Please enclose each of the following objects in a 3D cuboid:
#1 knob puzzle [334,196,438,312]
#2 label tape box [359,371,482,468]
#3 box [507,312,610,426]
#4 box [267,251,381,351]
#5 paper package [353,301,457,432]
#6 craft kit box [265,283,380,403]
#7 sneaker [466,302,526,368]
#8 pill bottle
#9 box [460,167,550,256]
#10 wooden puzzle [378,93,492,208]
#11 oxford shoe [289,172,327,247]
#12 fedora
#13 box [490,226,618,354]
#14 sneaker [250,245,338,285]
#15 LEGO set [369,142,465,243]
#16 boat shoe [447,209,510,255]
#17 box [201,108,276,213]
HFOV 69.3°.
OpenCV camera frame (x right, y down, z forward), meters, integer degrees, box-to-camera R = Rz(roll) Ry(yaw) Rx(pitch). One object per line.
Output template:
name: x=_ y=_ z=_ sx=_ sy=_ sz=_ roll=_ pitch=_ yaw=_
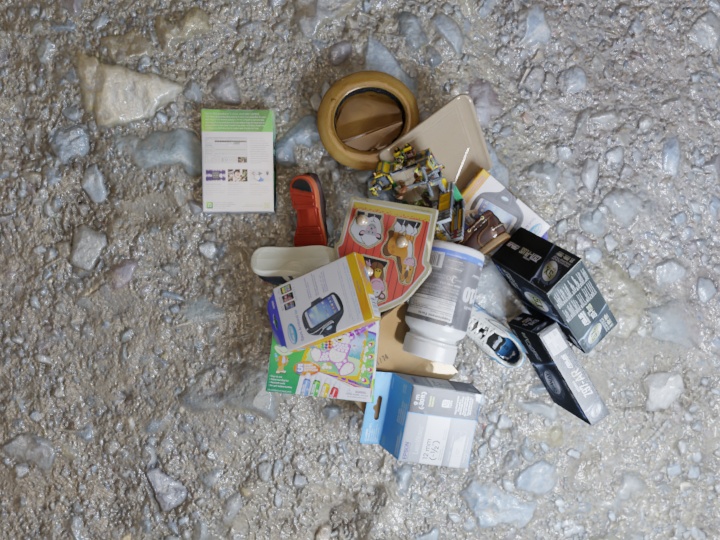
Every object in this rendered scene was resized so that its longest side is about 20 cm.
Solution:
knob puzzle: x=0.031 y=-0.022 z=0.910 sx=0.217 sy=0.030 sz=0.223 roll=-3 pitch=83 yaw=29
label tape box: x=0.109 y=0.273 z=0.954 sx=0.197 sy=0.066 sz=0.145 roll=9 pitch=97 yaw=-10
box: x=0.380 y=0.184 z=1.016 sx=0.043 sy=0.160 sz=0.201 roll=-31 pitch=94 yaw=-3
box: x=-0.071 y=0.061 z=0.911 sx=0.198 sy=0.041 sz=0.121 roll=-23 pitch=73 yaw=23
paper package: x=0.055 y=0.181 z=1.027 sx=0.199 sy=0.103 sz=0.191 roll=-38 pitch=95 yaw=-2
craft kit box: x=-0.064 y=0.131 z=0.956 sx=0.197 sy=0.049 sz=0.200 roll=3 pitch=74 yaw=9
sneaker: x=0.252 y=0.123 z=1.051 sx=0.199 sy=0.072 sz=0.072 roll=36 pitch=91 yaw=-2
pill bottle: x=0.143 y=0.057 z=0.926 sx=0.112 sy=0.114 sz=0.203 roll=15 pitch=87 yaw=-3
box: x=0.279 y=-0.094 z=1.040 sx=0.199 sy=0.042 sz=0.119 roll=39 pitch=106 yaw=-2
wooden puzzle: x=0.148 y=-0.216 z=1.014 sx=0.199 sy=0.037 sz=0.186 roll=-34 pitch=131 yaw=0
oxford shoe: x=-0.089 y=-0.092 z=1.028 sx=0.070 sy=0.073 sz=0.203 roll=6 pitch=113 yaw=19
fedora: x=0.015 y=-0.286 z=1.020 sx=0.197 sy=0.082 sz=0.204 roll=0 pitch=92 yaw=-3
box: x=0.359 y=0.037 z=0.971 sx=0.086 sy=0.164 sz=0.200 roll=-44 pitch=124 yaw=0
sneaker: x=-0.108 y=-0.001 z=1.006 sx=0.197 sy=0.085 sz=0.076 roll=8 pitch=67 yaw=5
LEGO set: x=0.106 y=-0.116 z=0.951 sx=0.152 sy=0.117 sz=0.201 roll=-10 pitch=136 yaw=25
boat shoe: x=0.198 y=-0.037 z=1.017 sx=0.200 sy=0.070 sz=0.071 roll=-41 pitch=77 yaw=32
box: x=-0.240 y=-0.215 z=1.033 sx=0.142 sy=0.036 sz=0.203 roll=0 pitch=93 yaw=-3
